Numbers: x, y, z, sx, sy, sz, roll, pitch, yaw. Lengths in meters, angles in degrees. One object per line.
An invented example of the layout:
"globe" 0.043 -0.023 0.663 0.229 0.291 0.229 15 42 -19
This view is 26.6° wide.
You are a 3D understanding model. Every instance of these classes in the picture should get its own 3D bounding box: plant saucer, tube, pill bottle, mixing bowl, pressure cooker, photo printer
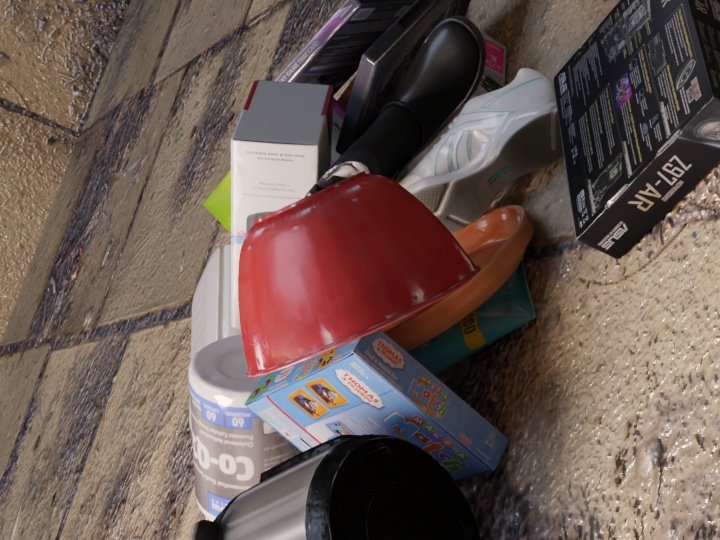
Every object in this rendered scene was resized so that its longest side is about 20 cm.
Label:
"plant saucer" 0.064 0.015 1.298 0.200 0.032 0.200 -34 11 7
"tube" 0.064 0.062 1.304 0.199 0.050 0.078 -32 41 22
"pill bottle" -0.101 0.172 1.428 0.114 0.113 0.201 -112 20 -61
"mixing bowl" -0.019 -0.008 1.173 0.199 0.109 0.200 -25 3 1
"pressure cooker" -0.029 0.233 1.170 0.200 0.177 0.178 -32 -1 40
"photo printer" -0.148 0.093 1.706 0.167 0.069 0.201 123 149 -59

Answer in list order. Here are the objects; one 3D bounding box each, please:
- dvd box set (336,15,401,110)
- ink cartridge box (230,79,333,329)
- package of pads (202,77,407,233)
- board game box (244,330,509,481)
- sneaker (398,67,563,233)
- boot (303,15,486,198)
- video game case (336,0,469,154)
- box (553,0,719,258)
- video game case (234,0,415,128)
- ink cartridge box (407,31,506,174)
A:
"dvd box set" 0.025 -0.216 1.645 0.200 0.029 0.146 -50 -1 36
"ink cartridge box" -0.074 -0.061 1.461 0.146 0.082 0.201 -81 -6 -60
"package of pads" -0.057 -0.083 1.625 0.200 0.155 0.068 -46 -3 40
"board game box" 0.009 0.125 1.258 0.200 0.151 0.037 -28 25 57
"sneaker" 0.098 -0.100 1.334 0.200 0.070 0.081 -33 46 19
"boot" 0.029 -0.129 1.364 0.200 0.065 0.165 -43 -16 -52
"video game case" 0.050 -0.214 1.472 0.200 0.019 0.143 -50 -12 -33
"box" 0.219 -0.133 1.173 0.160 0.043 0.201 -50 27 36
"video game case" -0.033 -0.220 1.610 0.200 0.019 0.143 -43 -11 28
"ink cartridge box" 0.091 -0.120 1.465 0.119 0.042 0.201 -43 29 44
